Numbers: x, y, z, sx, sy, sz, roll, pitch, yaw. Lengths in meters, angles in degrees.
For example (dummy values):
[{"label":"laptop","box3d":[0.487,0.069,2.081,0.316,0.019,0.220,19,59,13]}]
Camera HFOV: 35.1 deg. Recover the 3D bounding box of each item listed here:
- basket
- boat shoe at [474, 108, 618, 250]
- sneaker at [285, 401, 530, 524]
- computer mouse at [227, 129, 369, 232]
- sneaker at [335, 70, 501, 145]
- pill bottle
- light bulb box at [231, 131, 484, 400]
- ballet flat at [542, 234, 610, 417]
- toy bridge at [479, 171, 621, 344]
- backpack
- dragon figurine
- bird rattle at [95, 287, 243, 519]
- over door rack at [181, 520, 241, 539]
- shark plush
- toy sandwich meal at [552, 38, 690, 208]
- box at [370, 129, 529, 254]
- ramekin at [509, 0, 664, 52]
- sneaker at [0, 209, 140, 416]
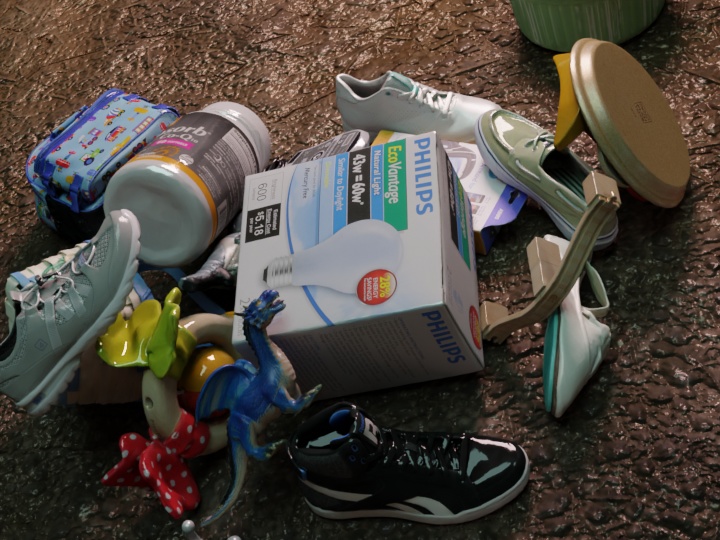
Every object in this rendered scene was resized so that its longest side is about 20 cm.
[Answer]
[{"label":"basket","box3d":[-0.237,0.049,1.138,0.200,0.140,0.176,-10,33,-41]},{"label":"boat shoe","box3d":[0.187,-0.105,1.124,0.072,0.062,0.200,-29,57,-21]},{"label":"sneaker","box3d":[0.035,0.155,0.942,0.199,0.112,0.073,-9,47,13]},{"label":"computer mouse","box3d":[-0.059,-0.097,1.230,0.200,0.044,0.110,-13,34,44]},{"label":"sneaker","box3d":[0.060,-0.184,1.266,0.199,0.089,0.075,6,50,25]},{"label":"pill bottle","box3d":[-0.171,-0.096,1.175,0.116,0.117,0.200,-1,28,20]},{"label":"light bulb box","box3d":[0.000,0.000,1.066,0.199,0.125,0.199,-12,54,17]},{"label":"ballet flat","box3d":[0.194,0.044,1.026,0.069,0.070,0.200,-9,45,13]},{"label":"toy bridge","box3d":[0.164,0.001,0.997,0.027,0.200,0.067,19,42,-18]},{"label":"backpack","box3d":[-0.297,-0.120,1.310,0.200,0.135,0.183,26,61,40]},{"label":"dragon figurine","box3d":[-0.101,0.111,0.966,0.099,0.059,0.200,34,100,7]},{"label":"bird rattle","box3d":[-0.152,0.114,1.029,0.112,0.201,0.163,-9,4,43]},{"label":"over door rack","box3d":[-0.112,0.294,0.899,0.200,0.067,0.148,20,59,34]},{"label":"shark plush","box3d":[-0.137,0.009,1.129,0.083,0.091,0.200,-19,17,11]},{"label":"toy sandwich meal","box3d":[0.248,-0.142,1.116,0.070,0.205,0.206,-31,36,35]},{"label":"box","box3d":[0.085,-0.083,1.199,0.199,0.042,0.119,15,55,28]},{"label":"ramekin","box3d":[0.264,-0.346,1.334,0.199,0.098,0.200,-11,45,11]},{"label":"sneaker","box3d":[-0.260,0.030,0.984,0.200,0.082,0.075,-58,26,1]}]
